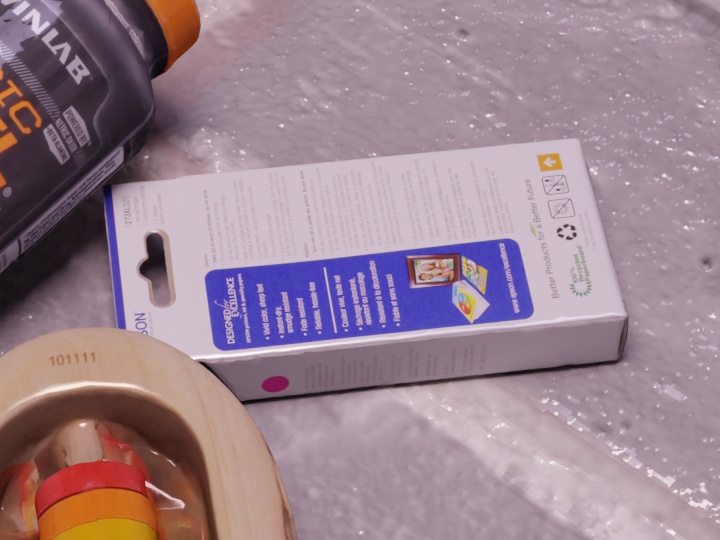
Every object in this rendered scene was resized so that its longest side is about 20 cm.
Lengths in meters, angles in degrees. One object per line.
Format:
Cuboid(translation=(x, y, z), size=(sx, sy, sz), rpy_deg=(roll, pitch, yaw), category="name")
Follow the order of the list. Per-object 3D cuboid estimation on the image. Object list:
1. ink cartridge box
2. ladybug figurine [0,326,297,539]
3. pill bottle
Cuboid(translation=(0.000, 0.000, 0.990), size=(0.198, 0.037, 0.095), rpy_deg=(-4, 51, -8), category="ink cartridge box")
Cuboid(translation=(-0.089, 0.112, 0.871), size=(0.135, 0.072, 0.201), rpy_deg=(-5, 50, -6), category="ladybug figurine")
Cuboid(translation=(-0.154, -0.057, 0.974), size=(0.106, 0.107, 0.200), rpy_deg=(34, 65, 24), category="pill bottle")
